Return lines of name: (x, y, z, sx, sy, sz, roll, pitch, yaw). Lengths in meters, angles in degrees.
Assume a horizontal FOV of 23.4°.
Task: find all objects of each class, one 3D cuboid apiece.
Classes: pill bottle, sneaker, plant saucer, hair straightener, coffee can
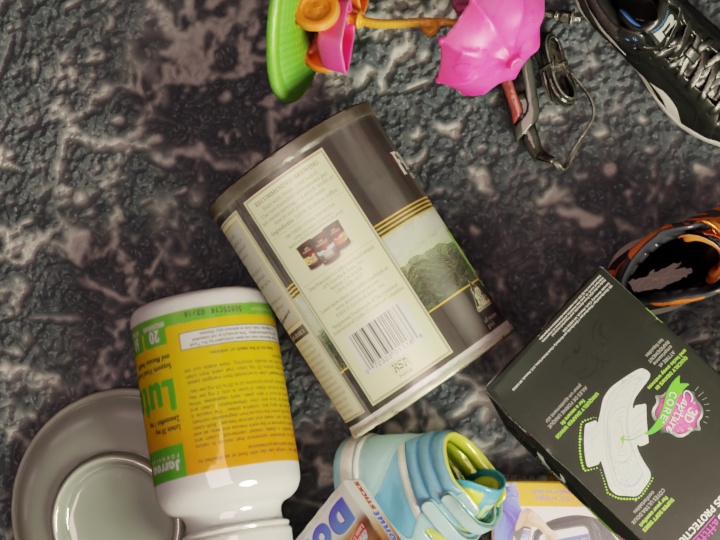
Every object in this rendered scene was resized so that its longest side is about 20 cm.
pill bottle: (-0.105, 0.122, 1.302, 0.110, 0.111, 0.203, -12, 78, 8)
sneaker: (0.059, 0.214, 1.299, 0.129, 0.079, 0.202, -14, 91, 31)
plant saucer: (-0.186, 0.195, 1.365, 0.197, 0.050, 0.203, 0, 93, 8)
sneaker: (0.231, -0.157, 1.262, 0.200, 0.112, 0.073, 41, 98, 5)
sneaker: (0.274, -0.017, 1.258, 0.198, 0.112, 0.078, -27, 88, 4)
hair straightener: (0.131, -0.174, 1.309, 0.076, 0.041, 0.202, -18, 84, 8)
coffee can: (0.000, 0.000, 1.283, 0.146, 0.146, 0.201, -33, 88, 8)

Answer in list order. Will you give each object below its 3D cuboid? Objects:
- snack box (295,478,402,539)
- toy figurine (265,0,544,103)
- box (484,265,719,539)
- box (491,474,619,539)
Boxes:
snack box: (-0.040, 0.250, 1.311, 0.201, 0.024, 0.072, -54, 57, 28)
toy figurine: (0.047, -0.203, 1.266, 0.182, 0.151, 0.202, 11, 64, 13)
box: (0.205, 0.123, 1.227, 0.124, 0.149, 0.200, -44, 70, -4)
box: (0.159, 0.258, 1.323, 0.117, 0.041, 0.203, -1, 89, 8)
